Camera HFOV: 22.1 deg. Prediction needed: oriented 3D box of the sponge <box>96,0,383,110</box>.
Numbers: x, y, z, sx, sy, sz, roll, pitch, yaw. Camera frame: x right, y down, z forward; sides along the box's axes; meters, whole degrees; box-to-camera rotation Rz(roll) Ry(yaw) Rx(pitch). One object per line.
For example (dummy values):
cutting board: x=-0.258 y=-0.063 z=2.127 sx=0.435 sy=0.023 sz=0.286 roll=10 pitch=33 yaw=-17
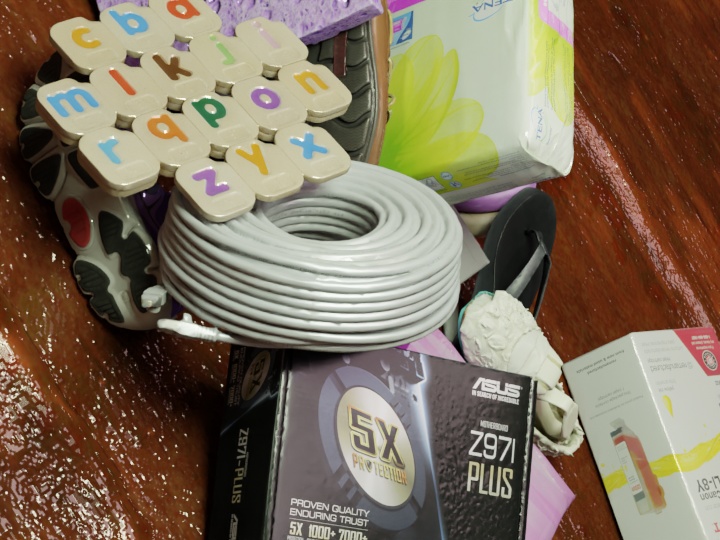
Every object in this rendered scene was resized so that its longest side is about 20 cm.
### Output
sponge: x=-0.091 y=-0.196 z=1.312 sx=0.030 sy=0.200 sz=0.112 roll=12 pitch=57 yaw=-69

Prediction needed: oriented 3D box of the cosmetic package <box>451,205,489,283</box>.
cosmetic package: x=0.000 y=0.000 z=1.385 sx=0.107 sy=0.090 sz=0.200 roll=56 pitch=40 yaw=-1

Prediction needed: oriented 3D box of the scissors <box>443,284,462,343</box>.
scissors: x=0.079 y=0.018 z=1.524 sx=0.073 sy=0.014 sz=0.200 roll=14 pitch=56 yaw=-45

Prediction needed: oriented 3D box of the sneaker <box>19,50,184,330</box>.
sneaker: x=-0.168 y=-0.056 z=1.251 sx=0.083 sy=0.081 sz=0.200 roll=-14 pitch=87 yaw=-66

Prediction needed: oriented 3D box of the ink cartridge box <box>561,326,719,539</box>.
ink cartridge box: x=0.277 y=0.157 z=1.607 sx=0.145 sy=0.083 sz=0.200 roll=-1 pitch=68 yaw=-50

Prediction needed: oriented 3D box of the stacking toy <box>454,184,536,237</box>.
stacking toy: x=0.095 y=-0.132 z=1.495 sx=0.085 sy=0.085 sz=0.200 roll=-41 pitch=128 yaw=-53

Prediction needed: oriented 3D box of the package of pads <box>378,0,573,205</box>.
package of pads: x=0.084 y=-0.150 z=1.359 sx=0.068 sy=0.154 sz=0.200 roll=27 pitch=58 yaw=-45

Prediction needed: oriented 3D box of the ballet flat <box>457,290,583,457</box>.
ballet flat: x=0.135 y=0.084 z=1.436 sx=0.200 sy=0.072 sz=0.072 roll=60 pitch=26 yaw=-51

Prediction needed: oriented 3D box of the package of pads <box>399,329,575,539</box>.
package of pads: x=0.066 y=0.146 z=1.374 sx=0.200 sy=0.076 sz=0.121 roll=51 pitch=39 yaw=-13

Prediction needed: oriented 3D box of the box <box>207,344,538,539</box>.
box: x=0.010 y=0.138 z=1.234 sx=0.200 sy=0.086 sz=0.164 roll=14 pitch=74 yaw=-28

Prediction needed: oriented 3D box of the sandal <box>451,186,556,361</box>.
sandal: x=0.119 y=0.031 z=1.467 sx=0.076 sy=0.043 sz=0.200 roll=35 pitch=71 yaw=-49

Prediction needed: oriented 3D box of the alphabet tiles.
alphabet tiles: x=-0.106 y=-0.110 z=1.204 sx=0.200 sy=0.015 sz=0.196 roll=-24 pitch=59 yaw=-35

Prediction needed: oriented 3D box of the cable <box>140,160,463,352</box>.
cable: x=-0.032 y=-0.016 z=1.199 sx=0.200 sy=0.069 sz=0.200 roll=9 pitch=26 yaw=1

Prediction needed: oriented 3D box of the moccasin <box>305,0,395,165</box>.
moccasin: x=-0.010 y=-0.143 z=1.331 sx=0.078 sy=0.074 sz=0.201 roll=29 pitch=56 yaw=-67

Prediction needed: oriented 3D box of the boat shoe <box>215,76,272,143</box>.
boat shoe: x=-0.111 y=-0.174 z=1.394 sx=0.057 sy=0.069 sz=0.200 roll=63 pitch=9 yaw=-66

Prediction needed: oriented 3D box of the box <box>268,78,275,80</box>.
box: x=-0.051 y=-0.252 z=1.467 sx=0.128 sy=0.109 sz=0.200 roll=-19 pitch=83 yaw=-54
